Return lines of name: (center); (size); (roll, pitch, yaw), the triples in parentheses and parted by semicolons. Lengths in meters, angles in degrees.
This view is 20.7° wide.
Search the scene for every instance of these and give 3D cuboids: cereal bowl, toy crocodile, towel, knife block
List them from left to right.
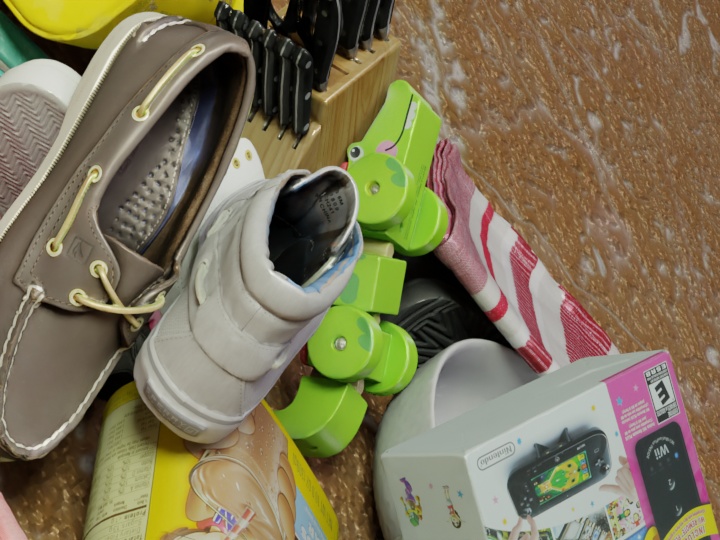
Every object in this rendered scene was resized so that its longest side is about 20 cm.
knife block: (-0.018, -0.102, 1.041); (0.064, 0.176, 0.200); (32, 6, 20)
toy crocodile: (0.000, 0.000, 1.031); (0.067, 0.061, 0.202); (24, 79, -65)
cereal bowl: (0.073, 0.143, 1.080); (0.200, 0.083, 0.201); (39, 34, -33)
towel: (0.104, 0.023, 1.158); (0.200, 0.023, 0.144); (49, 17, -21)

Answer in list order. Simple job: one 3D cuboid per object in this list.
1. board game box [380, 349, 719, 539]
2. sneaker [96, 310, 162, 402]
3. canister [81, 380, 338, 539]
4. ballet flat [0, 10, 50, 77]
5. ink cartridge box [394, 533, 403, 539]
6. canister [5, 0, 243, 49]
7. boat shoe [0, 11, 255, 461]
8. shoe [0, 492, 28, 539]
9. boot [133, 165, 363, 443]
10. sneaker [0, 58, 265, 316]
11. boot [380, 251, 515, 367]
board game box: (0.102, 0.154, 0.901); (0.147, 0.064, 0.202); (-21, 99, -40)
sneaker: (-0.163, 0.026, 0.849); (0.200, 0.079, 0.096); (36, 60, -39)
canister: (-0.064, 0.156, 0.822); (0.201, 0.086, 0.149); (-89, 156, -49)
ballet flat: (-0.207, -0.119, 0.922); (0.200, 0.067, 0.071); (48, 11, -23)
ink cartridge box: (0.089, 0.176, 0.957); (0.161, 0.200, 0.047); (54, -7, -14)
canister: (-0.134, -0.175, 0.980); (0.149, 0.086, 0.200); (55, 9, 3)
boat shoe: (-0.104, -0.012, 0.812); (0.072, 0.059, 0.201); (33, 77, -42)
shoe: (-0.147, 0.163, 0.718); (0.091, 0.071, 0.201); (7, 52, -50)
boot: (-0.028, -0.008, 0.854); (0.073, 0.096, 0.200); (39, 28, -10)
sneaker: (-0.106, -0.046, 0.925); (0.201, 0.073, 0.116); (67, 35, -43)
boot: (0.035, -0.021, 1.215); (0.165, 0.065, 0.201); (46, 16, -51)
